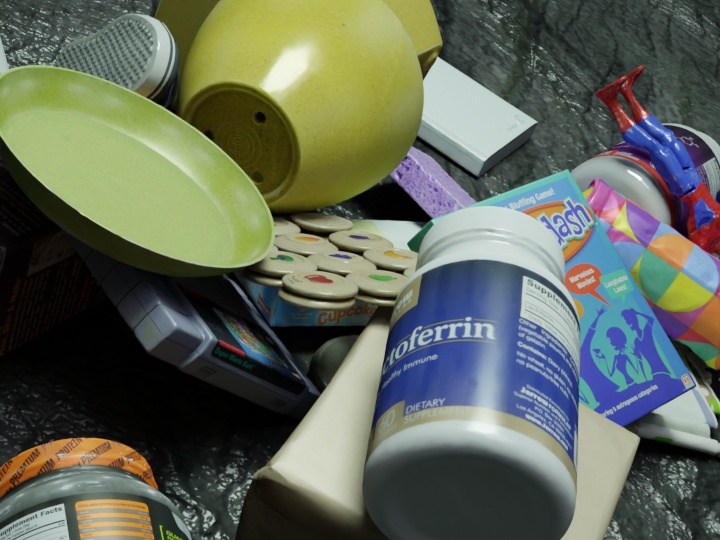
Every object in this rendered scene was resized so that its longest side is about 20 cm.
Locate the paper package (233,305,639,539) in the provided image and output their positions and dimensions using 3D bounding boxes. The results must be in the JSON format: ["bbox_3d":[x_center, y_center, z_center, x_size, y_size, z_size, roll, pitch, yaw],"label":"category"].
[{"bbox_3d":[0.051,0.142,0.814,0.200,0.104,0.191,30,44,7],"label":"paper package"}]

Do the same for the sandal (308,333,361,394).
[{"bbox_3d":[0.057,0.068,0.964,0.199,0.055,0.082,2,41,-19],"label":"sandal"}]

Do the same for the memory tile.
[{"bbox_3d":[-0.028,-0.010,0.902,0.153,0.017,0.200,-2,17,-35],"label":"memory tile"}]

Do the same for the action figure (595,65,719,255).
[{"bbox_3d":[0.298,-0.094,1.108,0.065,0.099,0.200,-32,92,-48],"label":"action figure"}]

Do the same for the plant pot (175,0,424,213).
[{"bbox_3d":[-0.066,-0.124,1.001,0.200,0.200,0.142,29,33,6],"label":"plant pot"}]

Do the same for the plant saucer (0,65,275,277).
[{"bbox_3d":[-0.147,-0.058,0.809,0.200,0.031,0.200,30,24,-15],"label":"plant saucer"}]

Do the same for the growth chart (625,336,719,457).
[{"bbox_3d":[0.249,0.078,1.089,0.144,0.018,0.200,20,35,-24],"label":"growth chart"}]

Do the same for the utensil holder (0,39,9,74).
[{"bbox_3d":[-0.345,-0.166,0.929,0.169,0.170,0.200,-1,46,-32],"label":"utensil holder"}]

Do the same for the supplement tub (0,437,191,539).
[{"bbox_3d":[-0.135,0.191,0.643,0.122,0.123,0.200,5,40,-26],"label":"supplement tub"}]

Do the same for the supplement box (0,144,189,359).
[{"bbox_3d":[-0.212,-0.031,0.884,0.086,0.111,0.200,36,37,16],"label":"supplement box"}]

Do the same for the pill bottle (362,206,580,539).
[{"bbox_3d":[0.070,0.061,0.743,0.115,0.116,0.200,20,42,-7],"label":"pill bottle"}]

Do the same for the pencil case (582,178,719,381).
[{"bbox_3d":[0.259,0.007,1.106,0.200,0.088,0.088,37,36,1],"label":"pencil case"}]

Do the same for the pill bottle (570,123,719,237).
[{"bbox_3d":[0.280,-0.076,1.232,0.112,0.113,0.200,39,38,19],"label":"pill bottle"}]

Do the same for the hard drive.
[{"bbox_3d":[0.071,-0.179,1.312,0.200,0.026,0.132,35,37,14],"label":"hard drive"}]

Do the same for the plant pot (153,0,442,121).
[{"bbox_3d":[-0.047,-0.206,1.144,0.200,0.194,0.195,42,38,14],"label":"plant pot"}]

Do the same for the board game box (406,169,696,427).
[{"bbox_3d":[0.147,0.034,0.975,0.152,0.045,0.200,-22,76,-34],"label":"board game box"}]

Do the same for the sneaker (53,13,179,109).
[{"bbox_3d":[-0.178,-0.154,1.022,0.079,0.079,0.200,20,-6,-33],"label":"sneaker"}]

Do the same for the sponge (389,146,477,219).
[{"bbox_3d":[0.090,-0.045,1.110,0.200,0.030,0.111,48,12,28],"label":"sponge"}]

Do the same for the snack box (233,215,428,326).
[{"bbox_3d":[0.000,0.000,1.017,0.199,0.037,0.116,1,29,-29],"label":"snack box"}]

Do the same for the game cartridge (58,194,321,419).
[{"bbox_3d":[-0.106,0.029,0.849,0.130,0.038,0.200,45,4,30],"label":"game cartridge"}]
